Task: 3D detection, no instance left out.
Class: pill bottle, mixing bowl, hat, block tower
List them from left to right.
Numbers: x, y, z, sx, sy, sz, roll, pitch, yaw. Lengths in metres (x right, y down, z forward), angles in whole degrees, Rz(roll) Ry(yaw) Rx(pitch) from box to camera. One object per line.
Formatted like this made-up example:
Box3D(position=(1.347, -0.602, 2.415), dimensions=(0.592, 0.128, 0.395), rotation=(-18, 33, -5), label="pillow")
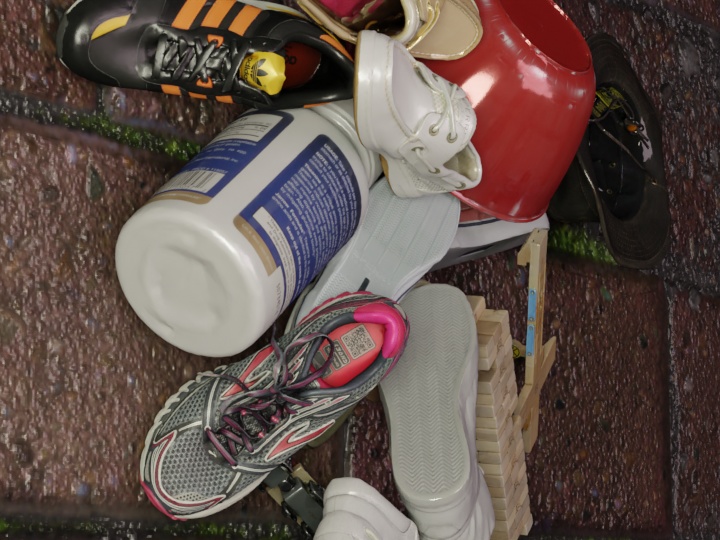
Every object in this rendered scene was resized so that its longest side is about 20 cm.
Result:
Box3D(position=(-0.063, -0.040, 1.364), dimensions=(0.200, 0.111, 0.111), rotation=(-48, 123, -46), label="pill bottle")
Box3D(position=(0.086, 0.119, 1.551), dimensions=(0.058, 0.054, 0.200), rotation=(-54, 141, -52), label="block tower")
Box3D(position=(0.098, -0.145, 1.531), dimensions=(0.200, 0.108, 0.200), rotation=(32, 32, -22), label="mixing bowl")
Box3D(position=(0.189, -0.093, 1.751), dimensions=(0.201, 0.081, 0.201), rotation=(31, 54, -54), label="hat")

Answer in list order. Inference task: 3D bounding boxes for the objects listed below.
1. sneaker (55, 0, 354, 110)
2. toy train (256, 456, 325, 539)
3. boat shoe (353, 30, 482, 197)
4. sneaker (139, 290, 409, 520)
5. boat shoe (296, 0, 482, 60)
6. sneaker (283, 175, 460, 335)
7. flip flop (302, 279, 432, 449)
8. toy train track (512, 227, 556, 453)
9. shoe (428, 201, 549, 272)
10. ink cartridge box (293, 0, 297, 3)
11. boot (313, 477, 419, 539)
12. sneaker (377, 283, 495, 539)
Box3D(position=(-0.089, -0.139, 1.316), dimensions=(0.200, 0.090, 0.070), rotation=(2, 108, -36), label="sneaker")
Box3D(position=(-0.039, 0.153, 1.424), dimensions=(0.200, 0.034, 0.046), rotation=(49, 7, -40), label="toy train")
Box3D(position=(0.042, -0.102, 1.362), dimensions=(0.200, 0.069, 0.071), rotation=(51, 44, -69), label="boat shoe")
Box3D(position=(-0.057, 0.079, 1.318), dimensions=(0.200, 0.075, 0.081), rotation=(-40, 93, -6), label="sneaker")
Box3D(position=(0.013, -0.173, 1.375), dimensions=(0.200, 0.074, 0.069), rotation=(17, 29, -43), label="boat shoe")
Box3D(position=(0.000, 0.000, 1.447), dimensions=(0.073, 0.071, 0.200), rotation=(46, 49, -7), label="sneaker")
Box3D(position=(0.010, 0.060, 1.491), dimensions=(0.200, 0.057, 0.081), rotation=(-30, 109, -46), label="flip flop")
Box3D(position=(0.125, 0.055, 1.639), dimensions=(0.115, 0.032, 0.200), rotation=(-57, 153, -51), label="toy train track")
Box3D(position=(0.059, -0.052, 1.578), dimensions=(0.200, 0.071, 0.091), rotation=(-14, 79, -47), label="shoe")
Box3D(position=(-0.029, -0.264, 1.373), dimensions=(0.200, 0.146, 0.085), rotation=(30, 48, -54), label="ink cartridge box")
Box3D(position=(0.029, 0.217, 1.360), dimensions=(0.200, 0.073, 0.096), rotation=(57, 34, -41), label="boot")
Box3D(position=(0.052, 0.113, 1.441), dimensions=(0.116, 0.073, 0.200), rotation=(77, 12, -45), label="sneaker")
